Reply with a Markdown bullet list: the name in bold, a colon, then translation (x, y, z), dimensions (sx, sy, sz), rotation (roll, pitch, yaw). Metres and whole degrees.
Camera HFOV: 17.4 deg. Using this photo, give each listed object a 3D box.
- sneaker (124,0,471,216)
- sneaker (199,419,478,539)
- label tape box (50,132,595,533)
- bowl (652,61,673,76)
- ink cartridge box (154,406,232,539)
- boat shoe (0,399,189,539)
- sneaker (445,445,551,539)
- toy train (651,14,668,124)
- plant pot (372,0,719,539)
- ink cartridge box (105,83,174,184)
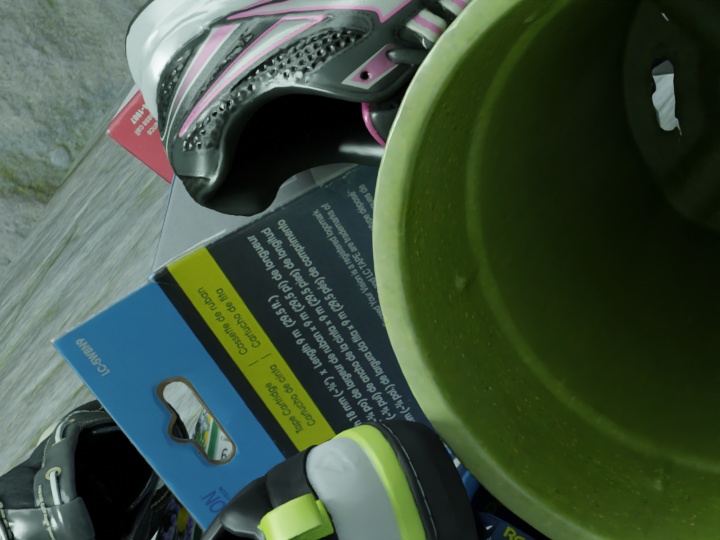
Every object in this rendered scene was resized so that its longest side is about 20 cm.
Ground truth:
- **sneaker**: translation (0.020, -0.077, 0.766), dimensions (0.200, 0.080, 0.087), rotation (-30, 48, 18)
- **sneaker**: translation (-0.033, 0.100, 0.724), dimensions (0.083, 0.072, 0.200), rotation (-16, -23, -25)
- **label tape box**: translation (0.000, 0.000, 0.857), dimensions (0.200, 0.144, 0.063), rotation (-28, 44, 4)
- **bowl**: translation (0.136, -0.133, 1.000), dimensions (0.201, 0.200, 0.095), rotation (-170, 71, -76)
- **ink cartridge box**: translation (-0.019, 0.070, 0.977), dimensions (0.109, 0.050, 0.201), rotation (38, 113, 48)
- **boat shoe**: translation (-0.106, 0.092, 0.999), dimensions (0.068, 0.072, 0.200), rotation (-32, 1, 18)
- **sneaker**: translation (0.028, 0.129, 0.833), dimensions (0.082, 0.074, 0.200), rotation (-31, 27, 55)
- **toy train**: translation (0.027, -0.060, 0.908), dimensions (0.200, 0.114, 0.085), rotation (-30, 56, 11)
- **plant pot**: translation (0.125, -0.032, 0.720), dimensions (0.200, 0.200, 0.190), rotation (-47, 1, 26)
- **ink cartridge box**: translation (0.002, -0.068, 1.147), dimensions (0.146, 0.200, 0.083), rotation (-44, 14, 35)
